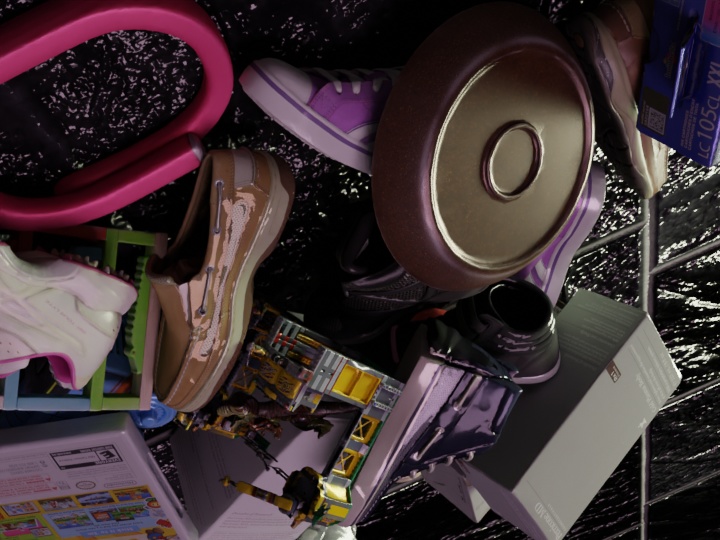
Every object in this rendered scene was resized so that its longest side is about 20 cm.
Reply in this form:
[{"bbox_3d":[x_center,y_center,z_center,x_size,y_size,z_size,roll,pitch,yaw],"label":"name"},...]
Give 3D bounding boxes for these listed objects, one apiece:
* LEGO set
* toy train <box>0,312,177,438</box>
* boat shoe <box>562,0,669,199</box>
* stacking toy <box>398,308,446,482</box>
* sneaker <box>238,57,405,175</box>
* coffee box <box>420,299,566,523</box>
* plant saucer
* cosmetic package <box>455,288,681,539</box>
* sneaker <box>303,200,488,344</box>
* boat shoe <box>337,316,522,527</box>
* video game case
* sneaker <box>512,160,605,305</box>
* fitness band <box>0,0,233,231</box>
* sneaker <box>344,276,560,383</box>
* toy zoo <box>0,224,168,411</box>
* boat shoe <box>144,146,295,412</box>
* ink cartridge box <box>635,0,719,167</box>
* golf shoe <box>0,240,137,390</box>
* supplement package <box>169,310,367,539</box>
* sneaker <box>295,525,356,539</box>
[{"bbox_3d":[-0.073,0.090,0.756,0.115,0.200,0.154,29,100,-47],"label":"LEGO set"},{"bbox_3d":[-0.229,0.108,0.814,0.113,0.087,0.200,22,127,-34],"label":"toy train"},{"bbox_3d":[0.215,-0.130,0.768,0.073,0.076,0.200,-33,144,4],"label":"boat shoe"},{"bbox_3d":[0.051,0.118,0.990,0.084,0.086,0.201,-6,136,-22],"label":"stacking toy"},{"bbox_3d":[0.018,-0.124,0.683,0.199,0.073,0.115,20,107,-39],"label":"sneaker"},{"bbox_3d":[0.145,0.131,0.988,0.200,0.080,0.113,-44,147,-18],"label":"coffee box"},{"bbox_3d":[0.096,-0.078,0.687,0.199,0.034,0.203,-15,116,-34],"label":"plant saucer"},{"bbox_3d":[0.182,0.129,0.889,0.201,0.090,0.107,-52,130,-15],"label":"cosmetic package"},{"bbox_3d":[0.000,0.000,0.786,0.113,0.077,0.198,21,151,-35],"label":"sneaker"},{"bbox_3d":[0.052,0.140,0.803,0.092,0.075,0.201,23,118,-8],"label":"boat shoe"},{"bbox_3d":[-0.252,0.187,0.818,0.197,0.023,0.183,-9,135,6],"label":"video game case"},{"bbox_3d":[0.118,-0.023,0.852,0.113,0.073,0.202,1,138,-10],"label":"sneaker"},{"bbox_3d":[-0.172,-0.097,0.622,0.198,0.038,0.144,-27,144,2],"label":"fitness band"},{"bbox_3d":[0.071,0.048,0.832,0.197,0.071,0.100,-3,142,1],"label":"sneaker"},{"bbox_3d":[-0.233,0.029,0.688,0.198,0.020,0.133,6,90,-34],"label":"toy zoo"},{"bbox_3d":[-0.116,0.006,0.694,0.076,0.072,0.202,6,112,-42],"label":"boat shoe"},{"bbox_3d":[0.269,-0.161,0.692,0.198,0.076,0.138,-22,130,-25],"label":"ink cartridge box"},{"bbox_3d":[-0.239,0.017,0.628,0.198,0.075,0.093,21,85,-32],"label":"golf shoe"},{"bbox_3d":[-0.069,0.148,0.922,0.116,0.118,0.200,13,132,-39],"label":"supplement package"},{"bbox_3d":[-0.019,0.276,1.034,0.115,0.201,0.075,37,140,-13],"label":"sneaker"}]
